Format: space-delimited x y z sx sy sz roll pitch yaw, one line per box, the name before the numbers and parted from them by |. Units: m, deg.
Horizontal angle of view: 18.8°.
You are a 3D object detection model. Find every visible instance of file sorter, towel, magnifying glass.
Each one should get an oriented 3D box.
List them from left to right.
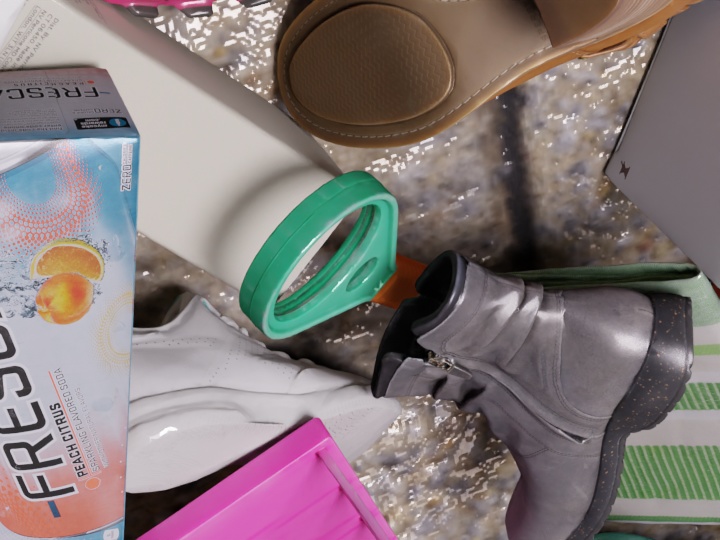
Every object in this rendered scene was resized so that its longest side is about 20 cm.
file sorter | -0.024 0.189 1.026 0.139 0.126 0.200 -34 152 -4
magnifying glass | 0.000 0.000 0.963 0.080 0.022 0.200 -50 164 7
towel | 0.141 0.065 1.079 0.200 0.152 0.023 53 49 -37

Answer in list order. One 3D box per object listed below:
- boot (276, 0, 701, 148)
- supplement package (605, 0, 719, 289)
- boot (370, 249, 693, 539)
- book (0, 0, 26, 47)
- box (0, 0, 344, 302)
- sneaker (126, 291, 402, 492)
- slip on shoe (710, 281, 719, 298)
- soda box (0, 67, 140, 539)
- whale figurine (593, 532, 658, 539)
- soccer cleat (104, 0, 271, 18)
boot | 0.074 -0.112 0.964 0.154 0.199 0.074 -24 98 -54
supplement package | 0.225 -0.090 1.002 0.110 0.156 0.201 7 116 -28
boot | 0.064 0.061 1.017 0.131 0.070 0.201 11 137 -9
book | -0.114 -0.197 0.793 0.048 0.134 0.201 22 108 -34
box | -0.101 -0.067 0.910 0.200 0.082 0.069 33 101 -34
sneaker | -0.057 0.050 1.009 0.075 0.089 0.199 -43 153 23
slip on shoe | 0.228 0.041 1.055 0.074 0.200 0.061 -43 124 0
soda box | -0.127 0.025 0.857 0.063 0.068 0.201 -5 119 -17
whale figurine | 0.177 0.184 1.151 0.199 0.104 0.159 -19 129 20
soccer cleat | -0.025 -0.165 0.899 0.199 0.087 0.070 -16 169 -11
